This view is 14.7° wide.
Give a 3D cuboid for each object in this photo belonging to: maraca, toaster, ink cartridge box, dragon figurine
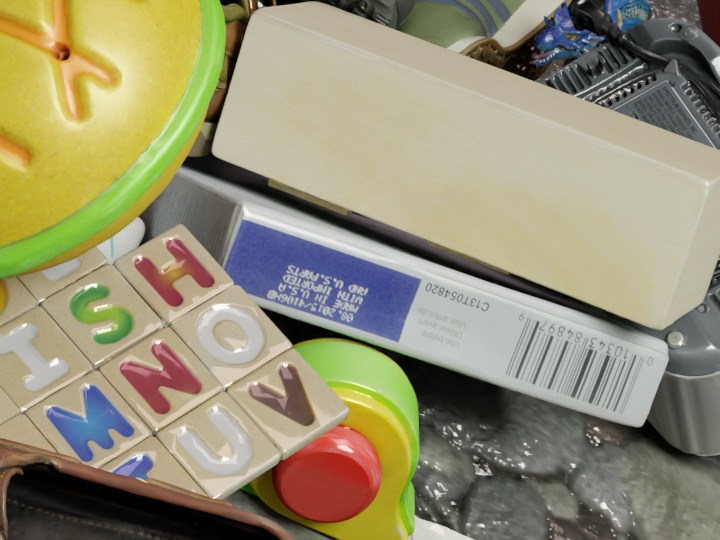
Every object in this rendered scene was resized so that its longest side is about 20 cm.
[{"bbox_3d":[-0.136,-0.048,0.984,0.137,0.200,0.107,50,-4,39],"label":"maraca"},{"bbox_3d":[0.140,-0.014,1.235,0.113,0.129,0.200,-30,59,-5],"label":"toaster"},{"bbox_3d":[0.000,0.000,1.162,0.199,0.041,0.200,18,5,-23],"label":"ink cartridge box"},{"bbox_3d":[0.136,-0.105,1.401,0.059,0.100,0.200,43,33,14],"label":"dragon figurine"}]

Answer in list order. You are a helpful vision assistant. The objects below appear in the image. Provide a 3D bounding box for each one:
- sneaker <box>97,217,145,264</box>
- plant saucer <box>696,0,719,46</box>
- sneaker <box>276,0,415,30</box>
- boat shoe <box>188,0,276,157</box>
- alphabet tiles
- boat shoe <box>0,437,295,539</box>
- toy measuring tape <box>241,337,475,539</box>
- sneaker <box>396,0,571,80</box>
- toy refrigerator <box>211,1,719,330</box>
[{"bbox_3d":[-0.152,-0.068,1.132,0.080,0.070,0.201,6,49,-45],"label":"sneaker"},{"bbox_3d":[0.220,-0.051,1.381,0.200,0.037,0.200,57,16,-24],"label":"plant saucer"},{"bbox_3d":[-0.005,-0.147,1.258,0.076,0.091,0.200,47,-5,-13],"label":"sneaker"},{"bbox_3d":[-0.063,-0.105,1.211,0.072,0.068,0.200,24,15,-8],"label":"boat shoe"},{"bbox_3d":[-0.108,0.062,0.973,0.199,0.008,0.167,-31,67,-30],"label":"alphabet tiles"},{"bbox_3d":[-0.116,0.085,0.908,0.199,0.070,0.071,10,56,-5],"label":"boat shoe"},{"bbox_3d":[0.022,0.076,1.086,0.199,0.074,0.074,24,33,-15],"label":"toy measuring tape"},{"bbox_3d":[0.029,-0.116,1.360,0.090,0.067,0.200,34,31,14],"label":"sneaker"},{"bbox_3d":[0.047,-0.042,1.131,0.199,0.070,0.076,22,15,15],"label":"toy refrigerator"}]
